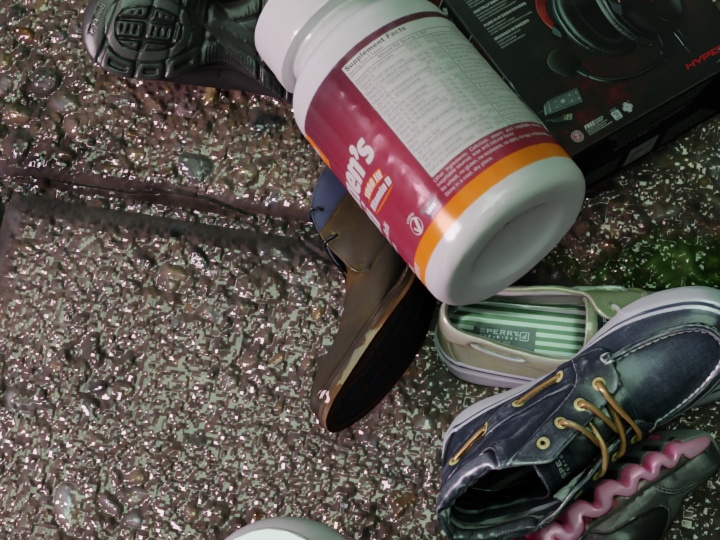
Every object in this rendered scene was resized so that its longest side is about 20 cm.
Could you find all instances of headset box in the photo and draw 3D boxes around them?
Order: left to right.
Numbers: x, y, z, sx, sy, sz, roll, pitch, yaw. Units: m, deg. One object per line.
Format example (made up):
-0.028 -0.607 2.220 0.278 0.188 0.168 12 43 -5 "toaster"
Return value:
0.116 -0.157 1.219 0.148 0.075 0.201 -28 71 -20 "headset box"

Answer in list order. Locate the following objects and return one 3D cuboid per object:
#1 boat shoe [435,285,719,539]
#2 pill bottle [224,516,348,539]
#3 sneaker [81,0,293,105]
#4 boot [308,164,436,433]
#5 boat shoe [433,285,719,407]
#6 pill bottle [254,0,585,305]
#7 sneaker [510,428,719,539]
0.130 0.088 1.120 0.199 0.091 0.071 -32 107 21 "boat shoe"
-0.034 0.193 1.082 0.103 0.200 0.105 -2 73 6 "pill bottle"
-0.078 -0.146 1.257 0.198 0.091 0.077 10 92 -14 "sneaker"
0.000 0.000 1.211 0.096 0.075 0.201 23 67 22 "boot"
0.140 0.043 1.179 0.198 0.062 0.073 0 73 7 "boat shoe"
0.030 -0.086 1.148 0.109 0.110 0.200 -37 67 -5 "pill bottle"
0.136 0.173 1.145 0.200 0.079 0.096 -39 95 -5 "sneaker"
